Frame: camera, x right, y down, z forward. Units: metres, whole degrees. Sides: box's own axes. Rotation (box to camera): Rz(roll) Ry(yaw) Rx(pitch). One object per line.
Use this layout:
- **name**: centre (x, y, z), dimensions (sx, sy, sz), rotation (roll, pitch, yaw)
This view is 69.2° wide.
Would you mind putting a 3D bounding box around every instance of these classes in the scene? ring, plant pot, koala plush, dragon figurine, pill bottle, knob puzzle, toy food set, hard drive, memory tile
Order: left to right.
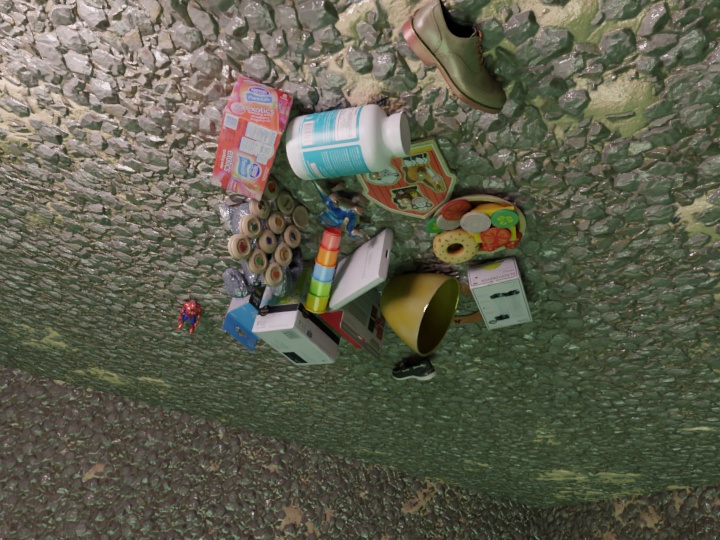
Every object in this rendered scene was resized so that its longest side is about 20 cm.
- **koala plush**: centre (-0.228, -0.068, 1.175), dimensions (0.176, 0.184, 0.201), rotation (-5, 123, 24)
- **memory tile**: centre (-0.181, -0.080, 1.071), dimensions (0.017, 0.201, 0.153), rotation (-4, 144, 37)
- **dragon figurine**: centre (-0.052, -0.130, 1.084), dimensions (0.199, 0.059, 0.099), rotation (25, 145, -23)
- **pill bottle**: centre (-0.018, -0.219, 0.891), dimensions (0.198, 0.112, 0.111), rotation (-2, 145, 20)
- **hard drive**: centre (0.000, 0.000, 1.200), dimensions (0.027, 0.133, 0.200), rotation (27, 144, -24)
- **knob puzzle**: centre (0.092, -0.161, 1.021), dimensions (0.218, 0.031, 0.220), rotation (7, 147, 5)
- **plant pot**: centre (0.132, 0.086, 1.268), dimensions (0.141, 0.201, 0.201), rotation (24, 156, 31)
- **ring**: centre (0.251, 0.095, 1.377), dimensions (0.199, 0.019, 0.201), rotation (7, 147, 5)
- **toy food set**: centre (0.236, -0.085, 1.071), dimensions (0.198, 0.049, 0.198), rotation (-3, 146, 19)

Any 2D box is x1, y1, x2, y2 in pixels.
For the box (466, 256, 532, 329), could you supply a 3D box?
- **box**: centre (0.334, 0.059, 1.240), dimensions (0.116, 0.061, 0.200), rotation (-15, 141, 19)

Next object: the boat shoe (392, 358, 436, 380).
- **boat shoe**: centre (0.166, 0.320, 1.707), dimensions (0.200, 0.074, 0.061), rotation (-15, 101, 59)

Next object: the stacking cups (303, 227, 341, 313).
- **stacking cups**: centre (-0.087, 0.001, 1.211), dimensions (0.060, 0.061, 0.201), rotation (12, 116, -2)

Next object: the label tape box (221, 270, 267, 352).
- **label tape box**: centre (-0.266, 0.091, 1.356), dimensions (0.063, 0.201, 0.144), rotation (-6, 144, 25)

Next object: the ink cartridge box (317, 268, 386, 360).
- **ink cartridge box**: centre (-0.018, 0.118, 1.347), dimensions (0.083, 0.177, 0.200), rotation (-11, 141, 31)

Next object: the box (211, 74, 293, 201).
- **box**: centre (-0.197, -0.231, 0.940), dimensions (0.102, 0.095, 0.200), rotation (18, 147, -11)

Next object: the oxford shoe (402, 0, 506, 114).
- **oxford shoe**: centre (0.154, -0.303, 0.751), dimensions (0.199, 0.071, 0.075), rotation (29, 138, -28)

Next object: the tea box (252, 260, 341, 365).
- **tea box**: centre (-0.149, 0.114, 1.359), dimensions (0.133, 0.198, 0.200), rotation (-9, 143, 29)

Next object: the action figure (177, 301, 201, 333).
- **action figure**: centre (-0.549, 0.150, 1.677), dimensions (0.065, 0.052, 0.200), rotation (23, 143, -12)
